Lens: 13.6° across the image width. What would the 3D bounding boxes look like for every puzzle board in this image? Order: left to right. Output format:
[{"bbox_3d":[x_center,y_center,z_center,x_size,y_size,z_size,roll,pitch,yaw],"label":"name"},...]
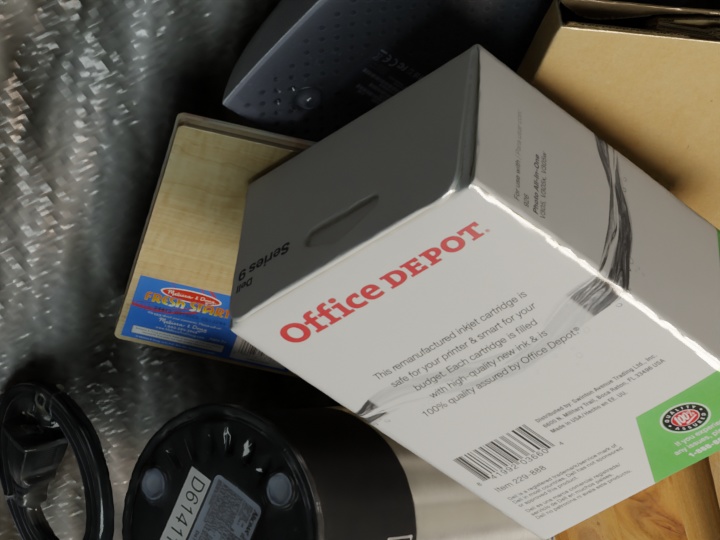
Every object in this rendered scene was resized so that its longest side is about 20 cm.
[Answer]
[{"bbox_3d":[0.000,0.000,1.352,0.199,0.017,0.151,13,139,-8],"label":"puzzle board"}]

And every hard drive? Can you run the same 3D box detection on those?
[{"bbox_3d":[0.048,-0.115,1.288,0.135,0.042,0.200,29,123,-37],"label":"hard drive"}]

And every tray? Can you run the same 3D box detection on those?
[{"bbox_3d":[0.145,0.131,1.542,0.098,0.037,0.200,-6,146,10],"label":"tray"}]

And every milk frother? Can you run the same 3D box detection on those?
[{"bbox_3d":[-0.048,0.108,1.439,0.188,0.200,0.181,1,136,-53],"label":"milk frother"}]

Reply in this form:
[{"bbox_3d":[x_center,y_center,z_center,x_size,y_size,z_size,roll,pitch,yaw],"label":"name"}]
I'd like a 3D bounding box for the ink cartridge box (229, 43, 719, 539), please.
[{"bbox_3d":[0.064,0.013,1.282,0.146,0.084,0.200,-30,129,34],"label":"ink cartridge box"}]

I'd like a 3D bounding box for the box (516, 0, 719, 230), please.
[{"bbox_3d":[0.125,-0.042,1.347,0.163,0.021,0.200,4,141,-20],"label":"box"}]
